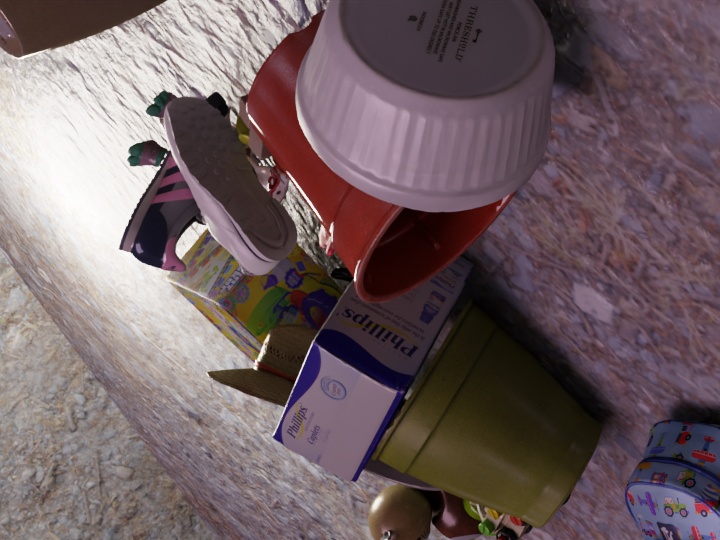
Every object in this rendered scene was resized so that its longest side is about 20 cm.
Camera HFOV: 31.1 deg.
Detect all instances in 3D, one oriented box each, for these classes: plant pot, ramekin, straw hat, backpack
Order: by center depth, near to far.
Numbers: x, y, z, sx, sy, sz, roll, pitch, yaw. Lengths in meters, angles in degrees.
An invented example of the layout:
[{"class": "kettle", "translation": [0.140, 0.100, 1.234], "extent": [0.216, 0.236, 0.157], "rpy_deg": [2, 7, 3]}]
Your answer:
[{"class": "ramekin", "translation": [0.053, -0.150, 0.964], "extent": [0.202, 0.202, 0.095], "rpy_deg": [39, 147, 20]}, {"class": "plant pot", "translation": [0.014, -0.112, 1.119], "extent": [0.196, 0.200, 0.201], "rpy_deg": [48, 160, 20]}, {"class": "backpack", "translation": [0.326, 0.242, 1.191], "extent": [0.201, 0.134, 0.182], "rpy_deg": [57, 156, -16]}, {"class": "plant pot", "translation": [-0.307, -0.318, 1.345], "extent": [0.187, 0.200, 0.188], "rpy_deg": [39, 157, 20]}, {"class": "plant pot", "translation": [0.143, 0.166, 1.366], "extent": [0.192, 0.201, 0.201], "rpy_deg": [32, 157, 4]}, {"class": "straw hat", "translation": [-0.070, 0.107, 1.483], "extent": [0.199, 0.086, 0.201], "rpy_deg": [18, 180, 0]}]

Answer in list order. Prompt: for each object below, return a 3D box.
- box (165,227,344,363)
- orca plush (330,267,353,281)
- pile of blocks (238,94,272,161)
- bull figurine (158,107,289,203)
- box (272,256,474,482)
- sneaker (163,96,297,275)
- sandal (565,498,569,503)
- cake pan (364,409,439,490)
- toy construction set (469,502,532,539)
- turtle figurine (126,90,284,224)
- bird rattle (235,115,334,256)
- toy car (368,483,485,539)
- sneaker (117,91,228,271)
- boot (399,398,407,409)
[{"class": "box", "translation": [-0.111, 0.044, 1.637], "extent": [0.200, 0.122, 0.192], "rpy_deg": [46, 167, -28]}, {"class": "orca plush", "translation": [0.000, 0.000, 1.481], "extent": [0.106, 0.071, 0.200], "rpy_deg": [52, 159, -10]}, {"class": "pile of blocks", "translation": [-0.024, -0.121, 1.259], "extent": [0.198, 0.083, 0.062], "rpy_deg": [21, 141, 7]}, {"class": "bull figurine", "translation": [-0.167, -0.136, 1.576], "extent": [0.199, 0.065, 0.123], "rpy_deg": [9, 128, 47]}, {"class": "box", "translation": [0.014, 0.084, 1.348], "extent": [0.104, 0.201, 0.185], "rpy_deg": [29, 139, 5]}, {"class": "sneaker", "translation": [-0.148, -0.084, 1.336], "extent": [0.201, 0.076, 0.080], "rpy_deg": [59, 148, 0]}, {"class": "sandal", "translation": [0.175, 0.198, 1.480], "extent": [0.201, 0.075, 0.045], "rpy_deg": [55, 171, -12]}, {"class": "cake pan", "translation": [0.032, 0.215, 1.620], "extent": [0.198, 0.037, 0.201], "rpy_deg": [20, 156, 9]}, {"class": "toy construction set", "translation": [0.165, 0.265, 1.594], "extent": [0.131, 0.092, 0.201], "rpy_deg": [39, 158, 19]}, {"class": "turtle figurine", "translation": [-0.171, -0.109, 1.466], "extent": [0.199, 0.150, 0.101], "rpy_deg": [37, -175, 23]}, {"class": "bird rattle", "translation": [-0.049, -0.121, 1.377], "extent": [0.201, 0.112, 0.163], "rpy_deg": [55, 176, -37]}, {"class": "toy car", "translation": [0.074, 0.343, 1.753], "extent": [0.158, 0.200, 0.164], "rpy_deg": [44, 159, 4]}, {"class": "sneaker", "translation": [-0.180, -0.092, 1.390], "extent": [0.081, 0.202, 0.070], "rpy_deg": [29, 173, -3]}, {"class": "boot", "translation": [-0.008, 0.160, 1.761], "extent": [0.198, 0.073, 0.155], "rpy_deg": [19, -163, -21]}]
